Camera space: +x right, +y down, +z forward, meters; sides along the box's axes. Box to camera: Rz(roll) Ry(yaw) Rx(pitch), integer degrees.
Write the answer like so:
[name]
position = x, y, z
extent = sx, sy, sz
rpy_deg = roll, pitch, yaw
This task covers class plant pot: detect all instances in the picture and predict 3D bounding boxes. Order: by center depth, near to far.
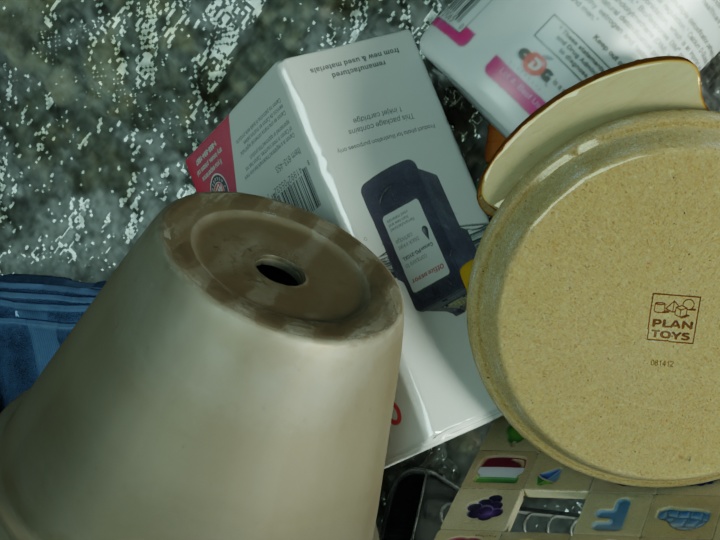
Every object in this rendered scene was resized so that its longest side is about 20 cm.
[plant pot]
position = -0.063, 0.067, 0.768
extent = 0.200, 0.200, 0.174
rpy_deg = 34, 118, 18

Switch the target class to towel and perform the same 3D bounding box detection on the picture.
[towel]
position = -0.152, 0.060, 0.955
extent = 0.200, 0.049, 0.112
rpy_deg = 3, 111, 33

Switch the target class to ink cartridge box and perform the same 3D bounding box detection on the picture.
[ink cartridge box]
position = 0.000, 0.000, 0.872
extent = 0.145, 0.084, 0.200
rpy_deg = -35, 75, 60

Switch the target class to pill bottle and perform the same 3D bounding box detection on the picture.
[pill bottle]
position = 0.136, -0.146, 0.833
extent = 0.200, 0.113, 0.113
rpy_deg = -46, 75, 5

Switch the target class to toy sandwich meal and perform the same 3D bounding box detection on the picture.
[toy sandwich meal]
position = 0.136, 0.004, 0.777
extent = 0.205, 0.070, 0.206
rpy_deg = 0, 111, 0

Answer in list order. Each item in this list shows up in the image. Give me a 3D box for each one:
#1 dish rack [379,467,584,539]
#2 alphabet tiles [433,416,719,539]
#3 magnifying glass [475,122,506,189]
[dish rack]
position = 0.082, 0.184, 0.834
extent = 0.200, 0.054, 0.154
rpy_deg = -2, 73, 52
[alphabet tiles]
position = 0.147, 0.101, 0.812
extent = 0.200, 0.167, 0.008
rpy_deg = -1, 118, 24
[magnifying glass]
position = 0.076, -0.036, 0.912
extent = 0.079, 0.022, 0.201
rpy_deg = 9, 92, 21
